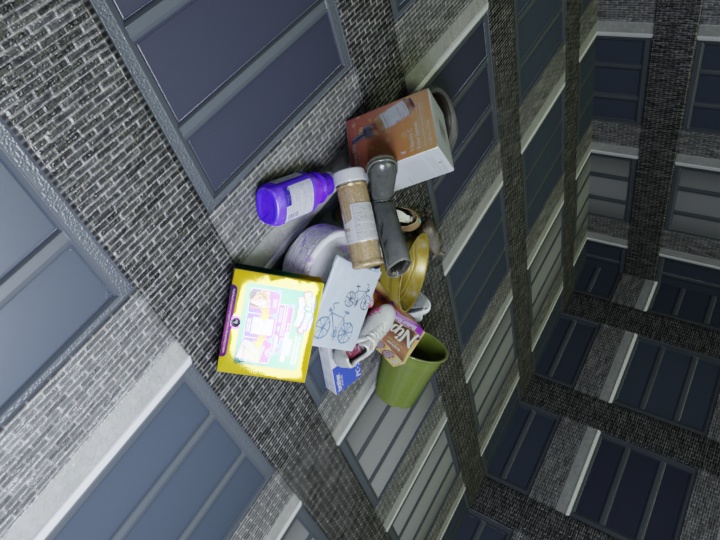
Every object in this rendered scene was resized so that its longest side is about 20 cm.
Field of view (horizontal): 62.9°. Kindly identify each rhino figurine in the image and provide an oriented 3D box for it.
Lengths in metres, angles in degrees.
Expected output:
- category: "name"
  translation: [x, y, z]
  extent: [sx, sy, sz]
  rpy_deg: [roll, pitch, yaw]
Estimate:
- category: "rhino figurine"
  translation: [0.204, -0.094, 1.699]
  extent: [0.200, 0.059, 0.088]
  rpy_deg: [52, 25, -51]

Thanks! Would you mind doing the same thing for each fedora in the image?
- category: "fedora"
  translation: [0.163, -0.374, 1.501]
  extent: [0.200, 0.090, 0.178]
  rpy_deg: [39, 70, -50]

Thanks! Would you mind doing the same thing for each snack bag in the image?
- category: "snack bag"
  translation: [-0.039, 0.072, 1.255]
  extent: [0.188, 0.021, 0.202]
  rpy_deg: [19, 91, -56]

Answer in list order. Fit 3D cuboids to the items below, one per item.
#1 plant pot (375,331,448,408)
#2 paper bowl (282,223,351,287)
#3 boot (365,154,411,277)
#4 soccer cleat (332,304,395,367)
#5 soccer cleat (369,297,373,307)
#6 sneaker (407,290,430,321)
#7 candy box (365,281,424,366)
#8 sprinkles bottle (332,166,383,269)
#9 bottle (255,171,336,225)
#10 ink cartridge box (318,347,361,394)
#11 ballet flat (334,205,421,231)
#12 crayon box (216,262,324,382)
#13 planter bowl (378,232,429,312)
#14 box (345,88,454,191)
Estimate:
- category: "plant pot"
  translation: [0.127, 0.286, 1.700]
  extent: [0.199, 0.199, 0.191]
  rpy_deg: [-13, 129, -55]
- category: "paper bowl"
  translation: [-0.089, 0.000, 1.259]
  extent: [0.200, 0.104, 0.202]
  rpy_deg: [-30, 129, -45]
- category: "boot"
  translation: [0.057, -0.107, 1.194]
  extent: [0.182, 0.072, 0.202]
  rpy_deg: [84, -1, -65]
- category: "soccer cleat"
  translation: [0.023, 0.160, 1.394]
  extent: [0.200, 0.086, 0.070]
  rpy_deg: [-43, 110, -19]
- category: "soccer cleat"
  translation: [0.000, 0.000, 1.401]
  extent: [0.086, 0.070, 0.201]
  rpy_deg: [-39, 123, -18]
- category: "sneaker"
  translation: [0.146, 0.101, 1.604]
  extent: [0.087, 0.200, 0.075]
  rpy_deg: [31, 77, -16]
- category: "candy box"
  translation: [0.062, 0.135, 1.513]
  extent: [0.200, 0.056, 0.117]
  rpy_deg: [47, 55, -9]
- category: "sprinkles bottle"
  translation: [-0.004, -0.106, 1.197]
  extent: [0.068, 0.068, 0.202]
  rpy_deg: [-8, 85, -56]
- category: "bottle"
  translation: [-0.121, -0.153, 1.176]
  extent: [0.200, 0.065, 0.084]
  rpy_deg: [-32, 131, -48]
- category: "ink cartridge box"
  translation: [-0.052, 0.204, 1.466]
  extent: [0.094, 0.044, 0.201]
  rpy_deg: [-32, 132, -32]
- category: "ballet flat"
  translation: [0.042, -0.125, 1.327]
  extent: [0.072, 0.198, 0.069]
  rpy_deg: [131, -32, -85]
- category: "crayon box"
  translation: [-0.173, 0.101, 1.128]
  extent: [0.171, 0.058, 0.202]
  rpy_deg: [10, 99, -15]
- category: "planter bowl"
  translation: [0.099, -0.003, 1.466]
  extent: [0.200, 0.083, 0.202]
  rpy_deg: [-48, 145, -50]
- category: "box"
  translation: [0.083, -0.270, 1.273]
  extent: [0.106, 0.198, 0.154]
  rpy_deg: [35, 43, -58]
